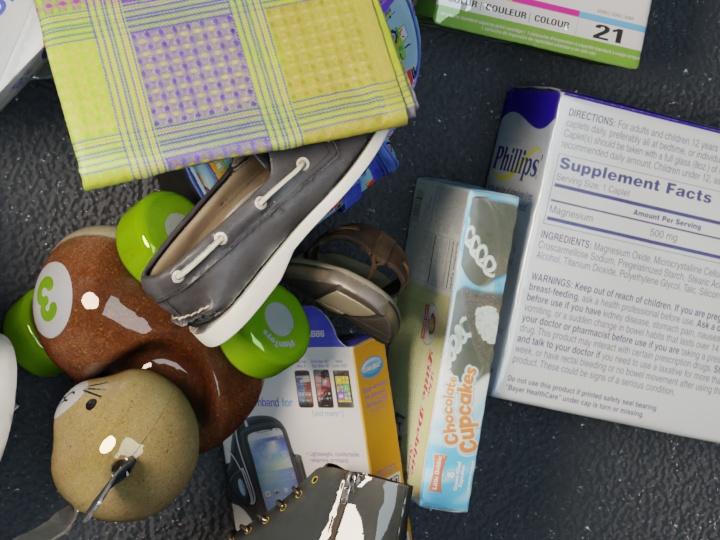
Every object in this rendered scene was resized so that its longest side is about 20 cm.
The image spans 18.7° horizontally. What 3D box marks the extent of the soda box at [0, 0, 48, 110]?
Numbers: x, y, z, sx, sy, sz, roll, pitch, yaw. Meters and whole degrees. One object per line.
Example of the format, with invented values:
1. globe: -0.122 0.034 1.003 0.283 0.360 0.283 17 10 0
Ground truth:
1. soda box: -0.188 -0.167 1.273 0.068 0.063 0.200 44 85 -3

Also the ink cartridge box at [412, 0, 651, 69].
1. ink cartridge box: 0.122 -0.245 1.415 0.146 0.076 0.202 10 95 -16

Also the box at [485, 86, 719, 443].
1. box: 0.174 -0.004 1.441 0.182 0.105 0.202 12 93 -16

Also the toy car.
1. toy car: -0.150 0.084 1.287 0.158 0.164 0.201 42 44 -15

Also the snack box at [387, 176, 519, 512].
1. snack box: 0.052 0.044 1.408 0.037 0.116 0.202 8 94 -16

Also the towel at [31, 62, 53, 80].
1. towel: -0.213 -0.215 1.349 0.191 0.035 0.202 -13 100 -14

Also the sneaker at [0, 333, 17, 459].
1. sneaker: -0.273 0.120 1.282 0.082 0.074 0.201 28 89 -44

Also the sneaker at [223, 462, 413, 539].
1. sneaker: -0.054 0.169 1.350 0.198 0.075 0.107 5 84 25

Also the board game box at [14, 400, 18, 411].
1. board game box: -0.337 0.088 1.338 0.200 0.057 0.166 -43 104 -7

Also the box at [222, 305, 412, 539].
1. box: -0.031 0.119 1.395 0.041 0.118 0.202 -16 102 -53

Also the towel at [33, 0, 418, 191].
1. towel: -0.074 -0.125 1.224 0.198 0.023 0.145 -13 69 -11

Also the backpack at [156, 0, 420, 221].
1. backpack: -0.043 -0.125 1.344 0.199 0.134 0.183 -36 123 -17

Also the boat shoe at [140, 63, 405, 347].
1. boat shoe: -0.050 -0.053 1.242 0.060 0.074 0.201 40 83 -24

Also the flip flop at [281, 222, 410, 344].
1. flip flop: 0.000 0.000 1.346 0.081 0.200 0.058 32 95 2
